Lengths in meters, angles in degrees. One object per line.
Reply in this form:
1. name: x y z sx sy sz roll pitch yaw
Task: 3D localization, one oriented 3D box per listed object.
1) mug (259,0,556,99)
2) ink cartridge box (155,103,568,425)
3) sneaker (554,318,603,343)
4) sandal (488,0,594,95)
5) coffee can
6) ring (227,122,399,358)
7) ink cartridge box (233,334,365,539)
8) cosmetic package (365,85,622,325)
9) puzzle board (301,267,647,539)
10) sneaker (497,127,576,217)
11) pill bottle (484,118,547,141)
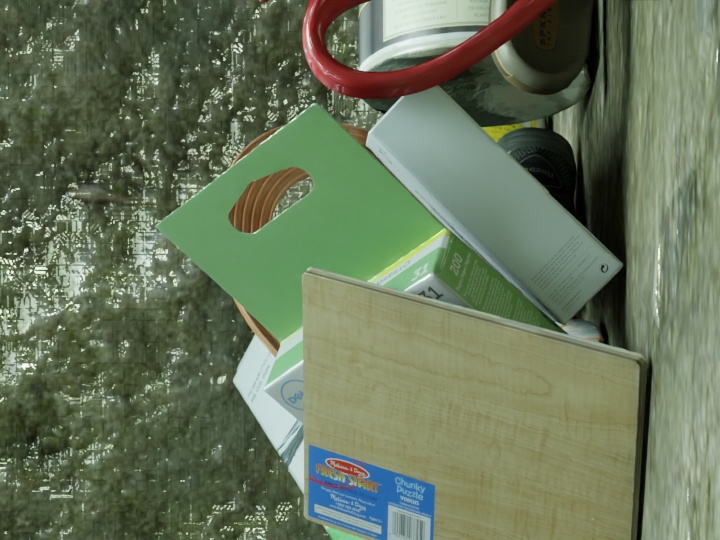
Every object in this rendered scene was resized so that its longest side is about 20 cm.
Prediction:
1. mug: 0.044 -0.191 1.337 0.134 0.198 0.179 -92 2 -73
2. ink cartridge box: -0.002 0.021 1.345 0.145 0.200 0.048 -34 24 37
3. sneaker: 0.107 0.101 1.406 0.201 0.078 0.078 -79 -29 -53
4. sandal: 0.108 -0.204 1.436 0.054 0.080 0.202 153 117 -72
5. coffee can: 0.069 -0.208 1.549 0.146 0.145 0.202 91 179 -74
6. ring: 0.000 0.000 1.485 0.019 0.199 0.202 -46 35 46
7. ink cartridge box: 0.026 0.105 1.609 0.200 0.146 0.083 53 127 41
8. cosmetic package: 0.072 -0.040 1.429 0.151 0.052 0.200 46 -179 0
9. puzzle board: 0.056 0.088 1.299 0.017 0.199 0.152 -34 -48 -50
10. sneaker: 0.102 0.018 1.621 0.115 0.076 0.201 -80 -2 -52
11. pill bottle: 0.085 -0.037 1.796 0.112 0.110 0.201 91 179 -53
